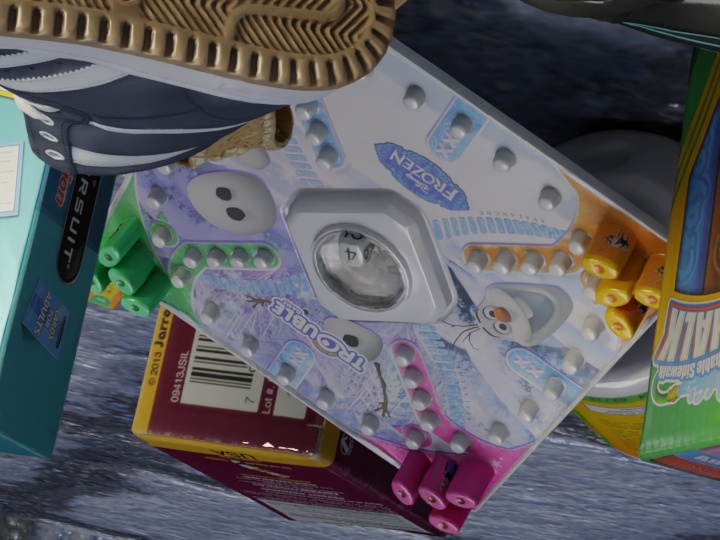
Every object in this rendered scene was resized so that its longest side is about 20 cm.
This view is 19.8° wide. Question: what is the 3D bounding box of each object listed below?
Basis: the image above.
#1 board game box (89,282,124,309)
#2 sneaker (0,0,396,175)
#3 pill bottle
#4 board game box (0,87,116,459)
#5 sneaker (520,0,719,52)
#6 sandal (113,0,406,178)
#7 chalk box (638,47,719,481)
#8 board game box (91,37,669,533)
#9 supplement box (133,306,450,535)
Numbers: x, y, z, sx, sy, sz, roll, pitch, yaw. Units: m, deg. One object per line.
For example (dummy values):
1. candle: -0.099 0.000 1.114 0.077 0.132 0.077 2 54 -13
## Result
1. board game box: -0.204 -0.045 0.967 0.200 0.030 0.096 19 -156 -36
2. sneaker: -0.101 -0.078 0.557 0.199 0.070 0.108 15 164 -24
3. pill bottle: 0.132 0.023 0.903 0.111 0.111 0.200 5 164 23
4. board game box: -0.152 -0.049 0.666 0.151 0.201 0.047 6 164 19
5. sneaker: 0.133 -0.095 0.572 0.200 0.076 0.079 12 179 31
6. sandal: -0.039 -0.064 0.692 0.211 0.078 0.070 -26 141 34
7. chalk box: 0.176 0.015 0.663 0.124 0.201 0.124 16 165 -18
8. board game box: 0.000 0.000 0.798 0.200 0.026 0.200 34 139 -1
9. supplement box: -0.018 0.052 1.057 0.103 0.131 0.200 5 165 23
